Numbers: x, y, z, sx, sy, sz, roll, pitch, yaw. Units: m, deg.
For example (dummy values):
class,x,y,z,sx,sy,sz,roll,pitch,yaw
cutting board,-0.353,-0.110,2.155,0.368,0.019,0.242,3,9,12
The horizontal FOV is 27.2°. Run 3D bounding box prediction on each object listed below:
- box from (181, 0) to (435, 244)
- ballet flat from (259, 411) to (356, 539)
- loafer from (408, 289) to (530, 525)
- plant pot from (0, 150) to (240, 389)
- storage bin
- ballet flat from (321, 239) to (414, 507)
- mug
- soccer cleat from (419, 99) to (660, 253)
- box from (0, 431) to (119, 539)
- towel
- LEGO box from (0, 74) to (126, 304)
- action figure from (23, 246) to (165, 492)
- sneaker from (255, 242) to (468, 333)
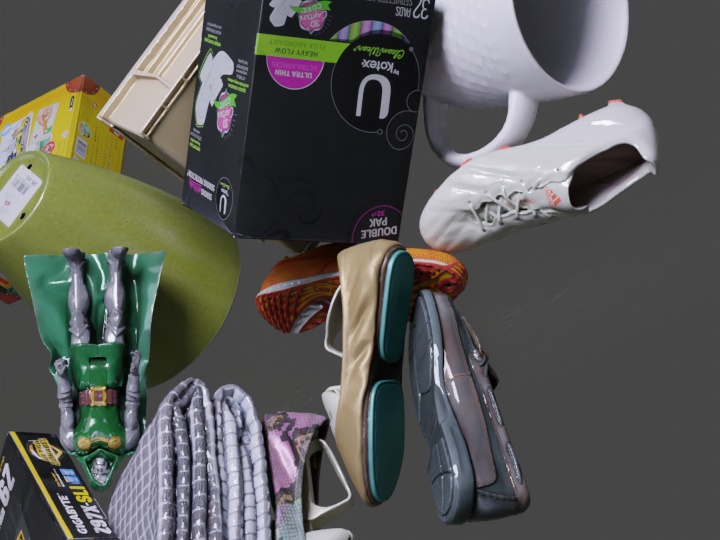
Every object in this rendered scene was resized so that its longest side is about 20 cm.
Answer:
class,x,y,z,sx,sy,sz,roll,pitch,yaw
box,-0.044,-0.131,1.176,0.124,0.148,0.201,31,115,60
ballet flat,-0.039,0.189,1.127,0.071,0.069,0.200,-10,51,5
loafer,0.077,0.100,1.095,0.072,0.063,0.200,108,161,-46
plant pot,-0.243,-0.018,1.346,0.187,0.200,0.188,-23,48,28
storage bin,-0.079,-0.146,1.283,0.199,0.200,0.094,-55,32,-4
ballet flat,0.002,0.077,1.132,0.063,0.069,0.201,1,81,29
mug,0.102,-0.179,1.208,0.175,0.147,0.201,-5,75,48
soccer cleat,0.134,-0.063,1.135,0.200,0.069,0.078,-27,35,16
box,-0.271,0.258,1.227,0.160,0.049,0.200,45,121,51
towel,-0.138,0.205,1.137,0.166,0.085,0.200,124,149,-43
LEGO box,-0.330,-0.085,1.564,0.149,0.077,0.200,-21,50,30
action figure,-0.216,0.082,1.232,0.118,0.055,0.201,-3,82,-5
sneaker,0.000,0.000,1.219,0.200,0.073,0.077,-4,43,34
